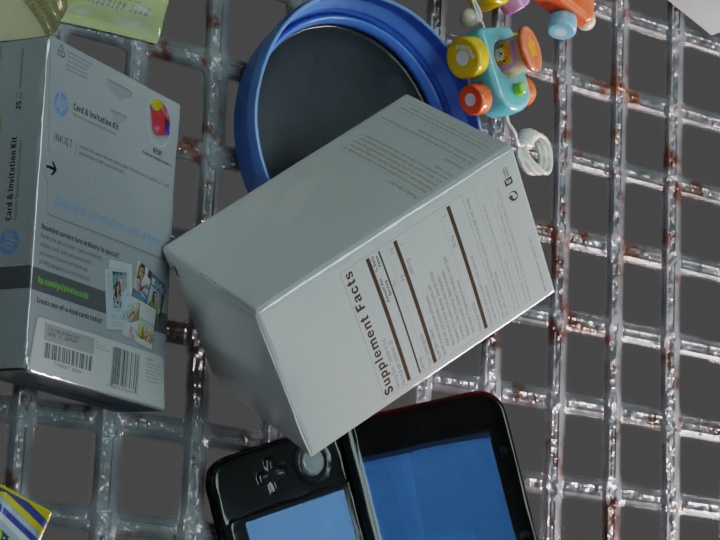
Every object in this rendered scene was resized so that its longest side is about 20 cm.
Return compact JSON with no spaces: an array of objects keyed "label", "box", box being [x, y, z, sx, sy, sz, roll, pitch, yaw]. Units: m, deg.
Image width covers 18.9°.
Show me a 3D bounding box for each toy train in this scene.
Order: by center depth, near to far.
[{"label":"toy train","box":[0.131,-0.176,1.574,0.150,0.056,0.200,37,49,-34]}]

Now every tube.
[{"label":"tube","box":[-0.127,-0.242,1.374,0.058,0.052,0.200,24,106,3]}]

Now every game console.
[{"label":"game console","box":[0.016,0.196,1.404,0.172,0.119,0.200,-15,90,-39]}]

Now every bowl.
[{"label":"bowl","box":[-0.002,-0.091,1.493,0.200,0.039,0.201,8,77,-37]}]

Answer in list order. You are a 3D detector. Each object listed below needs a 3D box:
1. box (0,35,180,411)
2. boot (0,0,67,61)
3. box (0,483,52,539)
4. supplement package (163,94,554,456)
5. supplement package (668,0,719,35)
[{"label":"box","box":[-0.167,-0.024,1.310,0.156,0.041,0.200,24,66,-62]},{"label":"boot","box":[-0.268,-0.149,1.271,0.200,0.073,0.156,34,63,-34]},{"label":"box","box":[-0.279,0.125,1.220,0.200,0.064,0.070,34,63,-29]},{"label":"supplement package","box":[0.000,0.000,1.375,0.200,0.121,0.120,-33,126,-19]},{"label":"supplement package","box":[0.279,-0.312,1.681,0.200,0.152,0.151,33,62,-29]}]
